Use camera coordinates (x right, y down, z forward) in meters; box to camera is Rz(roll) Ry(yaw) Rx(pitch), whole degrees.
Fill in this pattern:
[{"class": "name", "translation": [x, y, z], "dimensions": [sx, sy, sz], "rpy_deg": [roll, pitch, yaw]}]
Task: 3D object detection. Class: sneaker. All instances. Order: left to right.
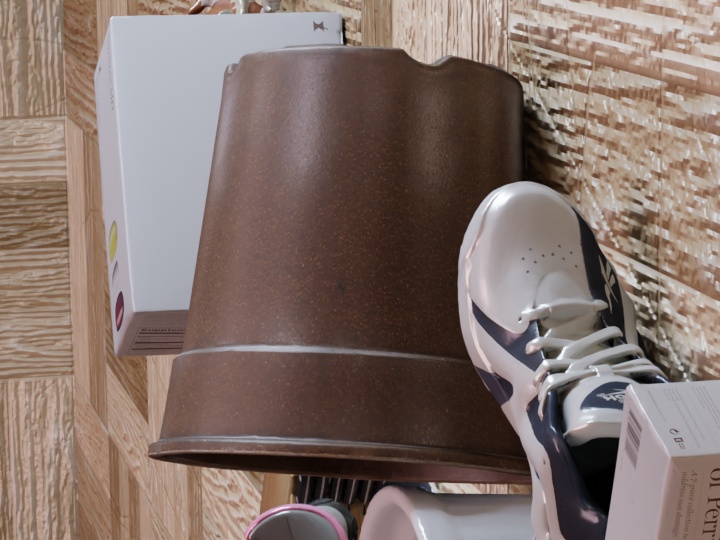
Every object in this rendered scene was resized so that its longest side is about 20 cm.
[{"class": "sneaker", "translation": [-0.061, 0.213, 1.521], "dimensions": [0.200, 0.079, 0.095], "rpy_deg": [-55, -3, 16]}, {"class": "sneaker", "translation": [0.099, 0.046, 1.069], "dimensions": [0.130, 0.079, 0.200], "rpy_deg": [130, 136, -70]}]

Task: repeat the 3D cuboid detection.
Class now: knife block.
[{"class": "knife block", "translation": [-0.025, 0.118, 1.667], "dimensions": [0.200, 0.064, 0.176], "rpy_deg": [166, 102, -77]}]

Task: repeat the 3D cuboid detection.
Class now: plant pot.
[{"class": "plant pot", "translation": [0.000, 0.000, 1.276], "dimensions": [0.200, 0.200, 0.199], "rpy_deg": [154, 119, -76]}]

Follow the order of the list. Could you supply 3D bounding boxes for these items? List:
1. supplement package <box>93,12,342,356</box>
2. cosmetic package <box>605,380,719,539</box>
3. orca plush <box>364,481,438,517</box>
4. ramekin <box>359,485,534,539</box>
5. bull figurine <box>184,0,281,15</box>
[{"class": "supplement package", "translation": [-0.087, -0.056, 1.696], "dimensions": [0.111, 0.155, 0.201], "rpy_deg": [125, 140, -69]}, {"class": "cosmetic package", "translation": [0.130, 0.135, 0.947], "dimensions": [0.051, 0.082, 0.200], "rpy_deg": [-117, 26, -55]}, {"class": "orca plush", "translation": [0.020, 0.212, 1.471], "dimensions": [0.105, 0.071, 0.201], "rpy_deg": [134, 132, -73]}, {"class": "ramekin", "translation": [0.064, 0.198, 1.213], "dimensions": [0.200, 0.097, 0.201], "rpy_deg": [177, 90, -78]}, {"class": "bull figurine", "translation": [-0.090, -0.147, 1.887], "dimensions": [0.121, 0.065, 0.201], "rpy_deg": [145, 121, -79]}]
